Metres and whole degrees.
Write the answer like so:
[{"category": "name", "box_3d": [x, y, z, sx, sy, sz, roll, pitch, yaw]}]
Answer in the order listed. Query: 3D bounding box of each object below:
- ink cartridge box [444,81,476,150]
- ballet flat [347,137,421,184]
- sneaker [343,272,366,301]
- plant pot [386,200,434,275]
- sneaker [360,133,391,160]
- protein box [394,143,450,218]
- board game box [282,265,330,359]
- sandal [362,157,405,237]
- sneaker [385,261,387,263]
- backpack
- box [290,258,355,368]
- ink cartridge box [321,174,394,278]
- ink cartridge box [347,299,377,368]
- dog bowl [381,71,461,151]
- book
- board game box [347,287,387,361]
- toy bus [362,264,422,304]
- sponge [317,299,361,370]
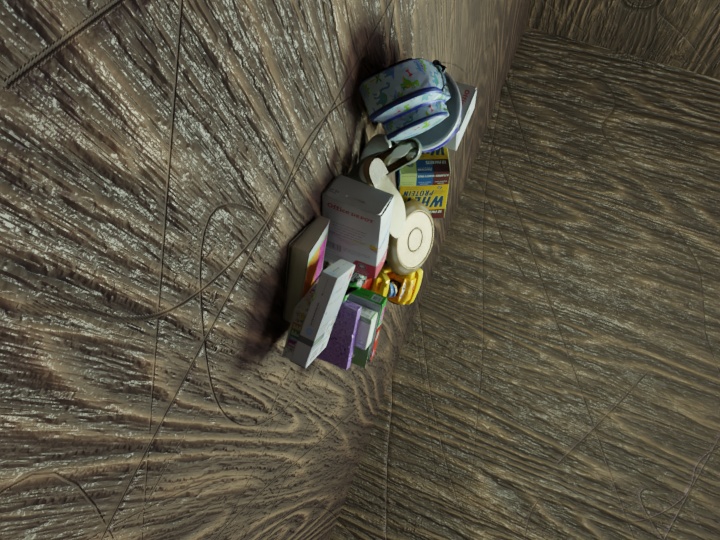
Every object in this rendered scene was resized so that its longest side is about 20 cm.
[{"category": "ink cartridge box", "box_3d": [0.182, -0.416, 1.630, 0.084, 0.197, 0.147, 73, 39, -68]}, {"category": "ballet flat", "box_3d": [0.051, -0.247, 1.455, 0.197, 0.068, 0.064, -29, 177, 2]}, {"category": "sneaker", "box_3d": [0.000, 0.000, 1.559, 0.200, 0.086, 0.078, -47, 134, 15]}, {"category": "plant pot", "box_3d": [0.139, -0.084, 1.690, 0.198, 0.027, 0.204, -20, 118, -43]}, {"category": "sneaker", "box_3d": [0.039, -0.274, 1.577, 0.202, 0.074, 0.090, 102, 2, -53]}, {"category": "protein box", "box_3d": [0.164, -0.281, 1.742, 0.200, 0.132, 0.203, 87, 0, -58]}, {"category": "board game box", "box_3d": [-0.106, 0.093, 1.417, 0.200, 0.034, 0.136, -54, 165, -57]}, {"category": "sandal", "box_3d": [0.040, -0.172, 1.454, 0.078, 0.069, 0.214, -49, 134, -26]}, {"category": "sneaker", "box_3d": [0.087, -0.055, 1.717, 0.201, 0.091, 0.076, -49, -162, -22]}, {"category": "backpack", "box_3d": [0.101, -0.371, 1.378, 0.199, 0.180, 0.150, -17, 87, -68]}, {"category": "box", "box_3d": [-0.077, 0.087, 1.332, 0.156, 0.041, 0.203, -40, 152, -73]}, {"category": "ink cartridge box", "box_3d": [-0.010, -0.096, 1.431, 0.202, 0.145, 0.086, 97, 19, -46]}, {"category": "ink cartridge box", "box_3d": [-0.041, 0.173, 1.692, 0.048, 0.143, 0.203, -48, 154, -54]}, {"category": "dog bowl", "box_3d": [0.147, -0.390, 1.529, 0.079, 0.197, 0.204, -17, 126, -76]}, {"category": "book", "box_3d": [-0.114, -0.001, 1.372, 0.134, 0.047, 0.203, -55, 162, -50]}, {"category": "board game box", "box_3d": [-0.018, 0.135, 1.717, 0.040, 0.151, 0.203, -52, 159, -51]}, {"category": "toy bus", "box_3d": [0.049, 0.028, 1.762, 0.191, 0.198, 0.138, -32, 144, -57]}, {"category": "sponge", "box_3d": [-0.065, 0.160, 1.648, 0.030, 0.110, 0.203, -48, 154, -54]}]
